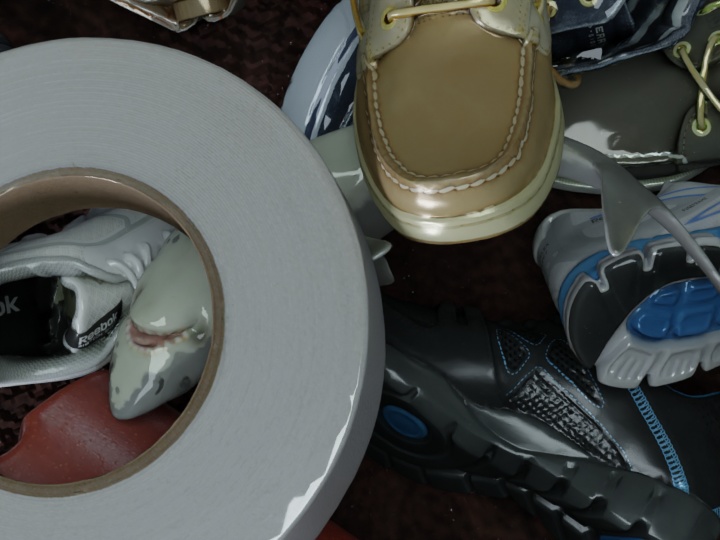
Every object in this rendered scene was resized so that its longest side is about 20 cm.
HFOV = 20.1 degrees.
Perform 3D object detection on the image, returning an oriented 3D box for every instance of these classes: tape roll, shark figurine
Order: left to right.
[{"bbox_3d":[-0.092,0.024,0.660,0.202,0.037,0.204,-3,73,10],"label":"tape roll"},{"bbox_3d":[0.016,-0.015,0.728,0.213,0.090,0.129,-14,53,11],"label":"shark figurine"}]

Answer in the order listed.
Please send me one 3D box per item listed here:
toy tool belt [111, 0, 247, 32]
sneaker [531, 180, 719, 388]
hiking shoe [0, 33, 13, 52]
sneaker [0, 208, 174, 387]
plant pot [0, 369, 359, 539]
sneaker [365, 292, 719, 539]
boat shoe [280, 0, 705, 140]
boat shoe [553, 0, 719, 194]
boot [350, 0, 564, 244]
[{"bbox_3d":[-0.052,-0.155,0.779,0.199,0.123,0.126,19,85,1],"label":"toy tool belt"},{"bbox_3d":[0.159,-0.008,0.797,0.199,0.087,0.075,0,118,-20],"label":"sneaker"},{"bbox_3d":[-0.193,-0.002,0.788,0.200,0.076,0.101,-40,83,-4],"label":"hiking shoe"},{"bbox_3d":[-0.090,0.005,0.762,0.199,0.081,0.076,-22,104,-28],"label":"sneaker"},{"bbox_3d":[-0.064,0.152,0.729,0.195,0.201,0.201,39,86,11],"label":"plant pot"},{"bbox_3d":[0.057,0.048,0.800,0.199,0.073,0.082,30,64,0],"label":"sneaker"},{"bbox_3d":[0.056,-0.091,0.772,0.091,0.071,0.200,33,78,39],"label":"boat shoe"},{"bbox_3d":[0.153,-0.077,0.805,0.200,0.060,0.073,-11,85,-1],"label":"boat shoe"},{"bbox_3d":[0.023,-0.123,0.656,0.072,0.156,0.201,-4,46,10],"label":"boot"}]
